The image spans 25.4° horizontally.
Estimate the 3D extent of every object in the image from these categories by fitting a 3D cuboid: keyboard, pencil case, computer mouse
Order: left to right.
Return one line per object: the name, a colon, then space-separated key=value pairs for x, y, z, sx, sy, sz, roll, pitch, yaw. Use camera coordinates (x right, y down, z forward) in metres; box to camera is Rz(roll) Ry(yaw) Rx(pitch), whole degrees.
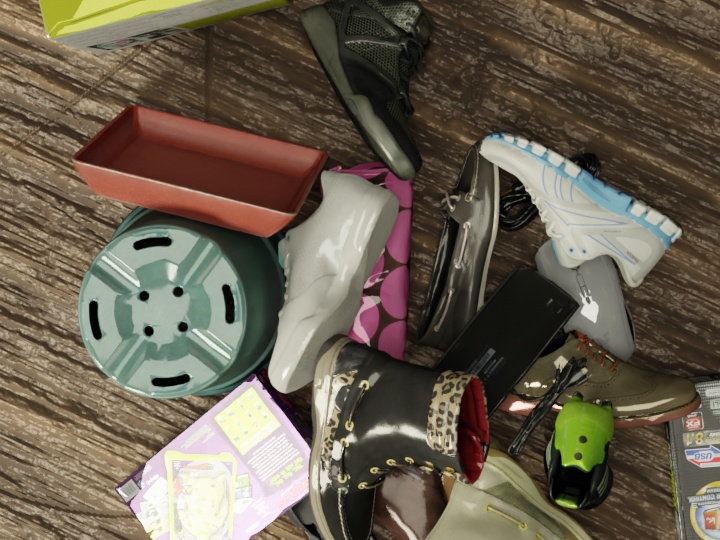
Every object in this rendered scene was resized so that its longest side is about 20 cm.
pencil case: x=0.000 y=0.000 z=1.481 sx=0.093 sy=0.091 sz=0.202 roll=4 pitch=92 yaw=6
keyboard: x=0.128 y=0.101 z=1.434 sx=0.127 sy=0.021 sz=0.200 roll=39 pitch=88 yaw=32
computer mouse: x=0.204 y=0.000 z=1.487 sx=0.109 sy=0.044 sz=0.202 roll=-22 pitch=92 yaw=4

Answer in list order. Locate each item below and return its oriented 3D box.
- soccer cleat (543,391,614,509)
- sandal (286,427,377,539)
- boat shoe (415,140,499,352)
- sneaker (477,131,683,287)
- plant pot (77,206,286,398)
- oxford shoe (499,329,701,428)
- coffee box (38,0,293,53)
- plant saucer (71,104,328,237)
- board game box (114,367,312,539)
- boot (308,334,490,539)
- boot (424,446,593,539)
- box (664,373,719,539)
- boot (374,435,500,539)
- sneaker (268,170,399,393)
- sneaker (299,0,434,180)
soccer cleat: x=0.191 y=0.182 z=1.430 sx=0.067 sy=0.201 sz=0.082 roll=14 pitch=63 yaw=13
sandal: x=-0.038 y=0.224 z=1.520 sx=0.076 sy=0.043 sz=0.201 roll=-37 pitch=91 yaw=6
boat shoe: x=0.090 y=-0.022 z=1.480 sx=0.056 sy=0.067 sz=0.202 roll=4 pitch=97 yaw=-12
sneaker: x=0.185 y=-0.052 z=1.433 sx=0.199 sy=0.075 sz=0.087 roll=30 pitch=96 yaw=1
plant pot: x=-0.160 y=0.028 z=1.439 sx=0.198 sy=0.196 sz=0.202 roll=0 pitch=95 yaw=3
oxford shoe: x=0.209 y=0.095 z=1.452 sx=0.198 sy=0.070 sz=0.076 roll=3 pitch=109 yaw=16
coffee box: x=-0.182 y=-0.317 z=1.413 sx=0.198 sy=0.198 sz=0.202 roll=-12 pitch=94 yaw=5
plant saucer: x=-0.140 y=-0.087 z=1.434 sx=0.198 sy=0.200 sz=0.037 roll=13 pitch=111 yaw=3
board game box: x=-0.127 y=0.196 z=1.502 sx=0.200 sy=0.032 sz=0.120 roll=-39 pitch=83 yaw=23
boot: x=0.034 y=0.163 z=1.397 sx=0.149 sy=0.073 sz=0.202 roll=9 pitch=106 yaw=30
boot: x=0.132 y=0.276 z=1.452 sx=0.200 sy=0.072 sz=0.155 roll=46 pitch=64 yaw=-23
box: x=0.387 y=0.172 z=1.487 sx=0.198 sy=0.044 sz=0.162 roll=-6 pitch=93 yaw=4
boot: x=0.027 y=0.217 z=1.501 sx=0.165 sy=0.072 sz=0.202 roll=19 pitch=86 yaw=-1
sneaker: x=-0.044 y=0.008 z=1.419 sx=0.088 sy=0.075 sz=0.201 roll=25 pitch=86 yaw=20
sneaker: x=0.030 y=-0.180 z=1.445 sx=0.113 sy=0.076 sz=0.200 roll=-26 pitch=60 yaw=1
